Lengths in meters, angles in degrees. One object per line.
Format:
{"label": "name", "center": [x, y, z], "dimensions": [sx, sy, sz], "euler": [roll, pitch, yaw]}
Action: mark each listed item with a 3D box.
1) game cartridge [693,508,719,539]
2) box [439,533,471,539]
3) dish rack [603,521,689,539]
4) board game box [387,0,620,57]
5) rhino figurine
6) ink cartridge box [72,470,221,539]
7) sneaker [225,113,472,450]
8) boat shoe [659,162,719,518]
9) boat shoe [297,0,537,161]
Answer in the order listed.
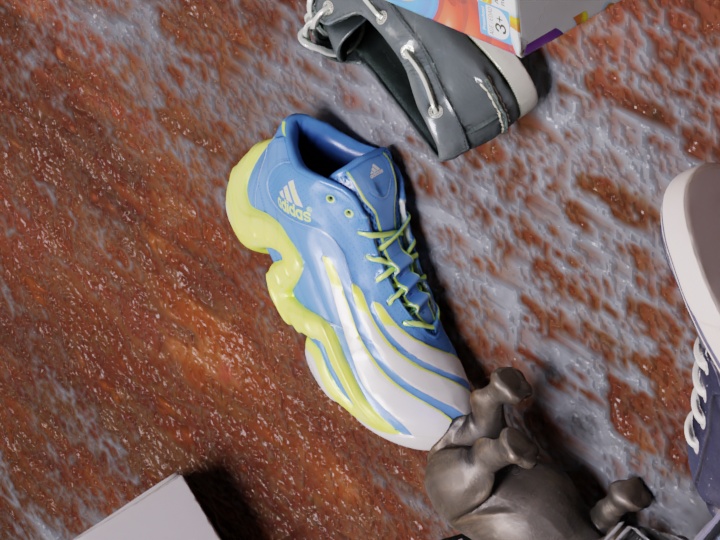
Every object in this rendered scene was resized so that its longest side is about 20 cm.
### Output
{"label": "game cartridge", "center": [0.230, 0.117, 1.196], "dimensions": [0.129, 0.038, 0.200], "euler": [27, 132, -5]}
{"label": "box", "center": [0.087, 0.263, 1.490], "dimensions": [0.160, 0.049, 0.201], "euler": [-111, 7, -69]}
{"label": "dish rack", "center": [0.123, 0.228, 1.362], "dimensions": [0.153, 0.200, 0.055], "euler": [41, -176, -9]}
{"label": "board game box", "center": [0.033, -0.189, 1.237], "dimensions": [0.199, 0.105, 0.104], "euler": [28, 136, 41]}
{"label": "rhino figurine", "center": [0.114, 0.146, 1.424], "dimensions": [0.200, 0.060, 0.087], "euler": [44, 134, -3]}
{"label": "ink cartridge box", "center": [-0.103, 0.237, 1.739], "dimensions": [0.201, 0.084, 0.145], "euler": [59, 168, 3]}
{"label": "sneaker", "center": [0.000, 0.000, 1.457], "dimensions": [0.200, 0.076, 0.105], "euler": [50, 145, 17]}
{"label": "boat shoe", "center": [0.174, 0.052, 1.259], "dimensions": [0.093, 0.075, 0.201], "euler": [-23, 97, 50]}
{"label": "boat shoe", "center": [-0.001, -0.130, 1.352], "dimensions": [0.200, 0.062, 0.073], "euler": [43, 168, 21]}
